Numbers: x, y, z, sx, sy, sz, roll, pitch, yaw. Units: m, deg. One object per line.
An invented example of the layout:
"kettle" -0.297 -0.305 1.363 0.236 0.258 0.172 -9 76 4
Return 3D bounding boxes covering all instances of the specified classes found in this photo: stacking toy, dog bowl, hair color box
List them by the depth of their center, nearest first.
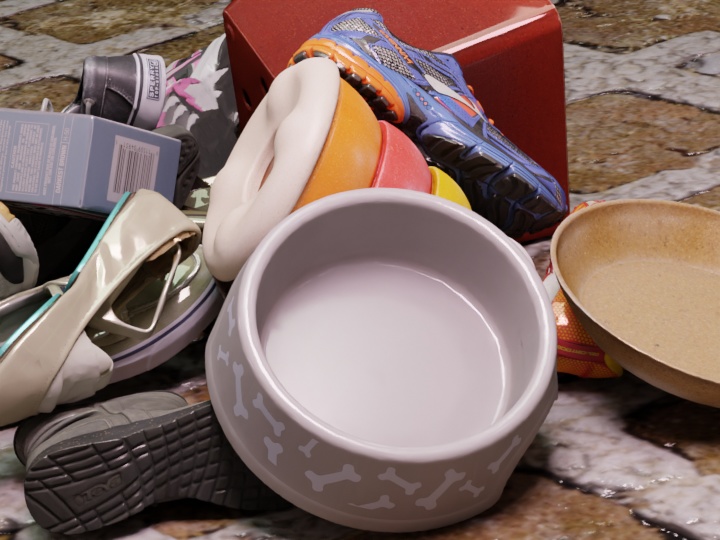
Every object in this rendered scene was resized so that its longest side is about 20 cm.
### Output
"dog bowl" 0.017 0.041 1.413 0.199 0.059 0.201 5 56 -8
"stacking toy" 0.017 -0.024 1.561 0.200 0.146 0.146 28 13 -17
"hair color box" -0.226 -0.069 1.653 0.199 0.061 0.099 7 -3 31

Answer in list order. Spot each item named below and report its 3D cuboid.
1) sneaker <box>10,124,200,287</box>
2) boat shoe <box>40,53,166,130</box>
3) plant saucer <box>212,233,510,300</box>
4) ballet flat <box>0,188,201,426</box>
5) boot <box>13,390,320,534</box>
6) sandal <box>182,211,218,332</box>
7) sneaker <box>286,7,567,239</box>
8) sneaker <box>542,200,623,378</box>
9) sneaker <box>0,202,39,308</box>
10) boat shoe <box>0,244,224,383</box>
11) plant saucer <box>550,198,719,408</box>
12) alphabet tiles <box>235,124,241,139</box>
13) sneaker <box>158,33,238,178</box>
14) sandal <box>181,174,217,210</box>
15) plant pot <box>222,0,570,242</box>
"sneaker" -0.201 -0.036 1.739 0.114 0.076 0.200 29 70 37
"boat shoe" -0.191 -0.089 1.810 0.068 0.074 0.199 5 -23 -17
"plant saucer" 0.000 0.000 1.614 0.199 0.032 0.201 8 49 -9
"ballet flat" -0.159 0.032 1.526 0.069 0.070 0.200 8 49 37
"boot" -0.101 0.091 1.483 0.199 0.068 0.131 -8 14 -5
"sandal" -0.084 0.005 1.675 0.200 0.080 0.057 -6 37 4
"sneaker" 0.052 -0.096 1.613 0.075 0.200 0.079 -37 19 51
"sneaker" 0.147 0.017 1.604 0.077 0.073 0.200 16 28 4
"sneaker" -0.272 0.027 1.625 0.088 0.076 0.200 -43 -1 -43
"boat shoe" -0.174 0.034 1.598 0.200 0.062 0.072 -28 48 -9
"plant saucer" 0.202 0.026 1.502 0.199 0.036 0.200 12 30 -7
"alphabet tiles" -0.023 -0.104 1.978 0.167 0.008 0.200 -20 23 -29
"sneaker" -0.139 -0.109 1.959 0.086 0.081 0.200 -19 16 30
"sandal" -0.122 -0.043 1.807 0.201 0.057 0.080 -25 49 -20
"plant pot" 0.016 -0.122 1.765 0.176 0.200 0.200 -22 47 -14
